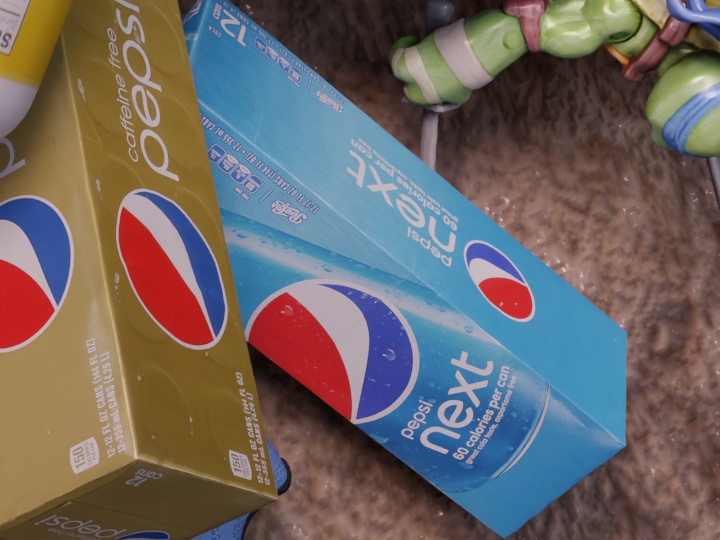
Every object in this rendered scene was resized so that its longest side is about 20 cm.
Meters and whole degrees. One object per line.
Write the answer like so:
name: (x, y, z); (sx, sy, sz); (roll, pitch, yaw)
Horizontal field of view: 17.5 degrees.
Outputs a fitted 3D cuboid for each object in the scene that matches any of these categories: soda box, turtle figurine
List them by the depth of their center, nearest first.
soda box: (-0.085, -0.019, 0.691); (0.068, 0.064, 0.201); (24, 46, -53)
soda box: (0.000, 0.000, 0.797); (0.200, 0.064, 0.068); (38, 31, -18)
turtle figurine: (0.067, -0.100, 0.862); (0.143, 0.200, 0.195); (-15, 68, -9)

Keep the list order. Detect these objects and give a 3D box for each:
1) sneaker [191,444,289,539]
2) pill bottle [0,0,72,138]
sneaker: (-0.075, 0.128, 0.730); (0.089, 0.078, 0.201); (31, 68, -19)
pill bottle: (-0.126, -0.102, 0.629); (0.111, 0.112, 0.201); (20, 94, -25)
